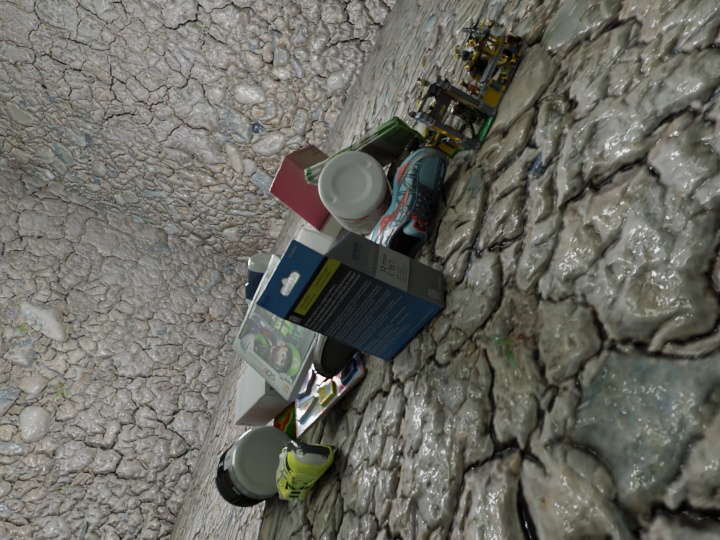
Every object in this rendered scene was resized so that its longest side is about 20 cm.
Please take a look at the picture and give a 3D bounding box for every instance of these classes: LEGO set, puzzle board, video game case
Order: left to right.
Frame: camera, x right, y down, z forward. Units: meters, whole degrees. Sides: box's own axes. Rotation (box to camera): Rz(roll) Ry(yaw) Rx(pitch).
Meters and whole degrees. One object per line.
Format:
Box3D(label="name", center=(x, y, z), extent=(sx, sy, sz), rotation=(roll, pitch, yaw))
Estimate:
Box3D(label="video game case", center=(-0.136, 0.096, 0.898), extent=(0.182, 0.023, 0.200), rotation=(31, 98, 37))
Box3D(label="puzzle board", center=(-0.062, 0.176, 0.867), extent=(0.151, 0.017, 0.200), rotation=(-45, 17, 6))
Box3D(label="LEGO set", center=(0.132, -0.267, 0.737), extent=(0.200, 0.116, 0.154), rotation=(-63, 15, 15))

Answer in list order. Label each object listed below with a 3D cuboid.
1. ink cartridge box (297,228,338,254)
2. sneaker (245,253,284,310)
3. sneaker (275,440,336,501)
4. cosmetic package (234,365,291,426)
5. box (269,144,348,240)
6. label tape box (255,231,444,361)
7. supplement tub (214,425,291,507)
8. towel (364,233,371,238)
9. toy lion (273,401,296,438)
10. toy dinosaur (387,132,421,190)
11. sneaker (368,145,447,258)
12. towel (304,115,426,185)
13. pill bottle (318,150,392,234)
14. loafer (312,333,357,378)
Box3D(label="ink cartridge box", center=(-0.108, 0.025, 1.120), extent=(0.200, 0.085, 0.146), rotation=(-67, -17, -6))
Box3D(label="sneaker", center=(-0.128, 0.048, 1.007), extent=(0.081, 0.199, 0.147), rotation=(-87, 3, -66))
Box3D(label="sneaker", center=(-0.084, 0.303, 0.762), extent=(0.200, 0.075, 0.077), rotation=(117, 162, -60))
Box3D(label="cosmetic package", center=(-0.195, 0.242, 1.035), extent=(0.200, 0.074, 0.102), rotation=(-45, 40, 47))
Box3D(label="box", center=(-0.087, -0.181, 1.176), extent=(0.109, 0.200, 0.128), rotation=(-56, -7, 35))
Box3D(label="label tape box", center=(-0.014, 0.026, 0.650), extent=(0.143, 0.200, 0.066), rotation=(-53, 17, 43))
Box3D(label="supplement tub", center=(-0.203, 0.374, 0.957), extent=(0.200, 0.122, 0.123), rotation=(-48, 23, 50))
Box3D(label="towel", center=(0.000, 0.000, 0.981), extent=(0.200, 0.034, 0.133), rotation=(-22, 48, 69))
Box3D(label="toy lion", center=(-0.129, 0.239, 1.041), extent=(0.200, 0.068, 0.192), rotation=(-52, 28, 45))
Box3D(label="toy dinosaur", center=(0.078, -0.179, 0.888), extent=(0.102, 0.077, 0.200), rotation=(-51, 21, 7))
Box3D(label="sneaker", center=(0.085, -0.083, 0.757), extent=(0.200, 0.079, 0.096), rotation=(-68, 27, 24))
Box3D(label="towel", center=(0.009, -0.210, 0.930), extent=(0.200, 0.031, 0.149), rotation=(-27, -9, 24))
Box3D(label="pill bottle", center=(-0.001, -0.129, 0.913), extent=(0.200, 0.113, 0.114), rotation=(41, -109, -80))
Box3D(label="loafer", center=(-0.011, 0.075, 0.796), extent=(0.072, 0.073, 0.200), rotation=(-17, 44, 64))
